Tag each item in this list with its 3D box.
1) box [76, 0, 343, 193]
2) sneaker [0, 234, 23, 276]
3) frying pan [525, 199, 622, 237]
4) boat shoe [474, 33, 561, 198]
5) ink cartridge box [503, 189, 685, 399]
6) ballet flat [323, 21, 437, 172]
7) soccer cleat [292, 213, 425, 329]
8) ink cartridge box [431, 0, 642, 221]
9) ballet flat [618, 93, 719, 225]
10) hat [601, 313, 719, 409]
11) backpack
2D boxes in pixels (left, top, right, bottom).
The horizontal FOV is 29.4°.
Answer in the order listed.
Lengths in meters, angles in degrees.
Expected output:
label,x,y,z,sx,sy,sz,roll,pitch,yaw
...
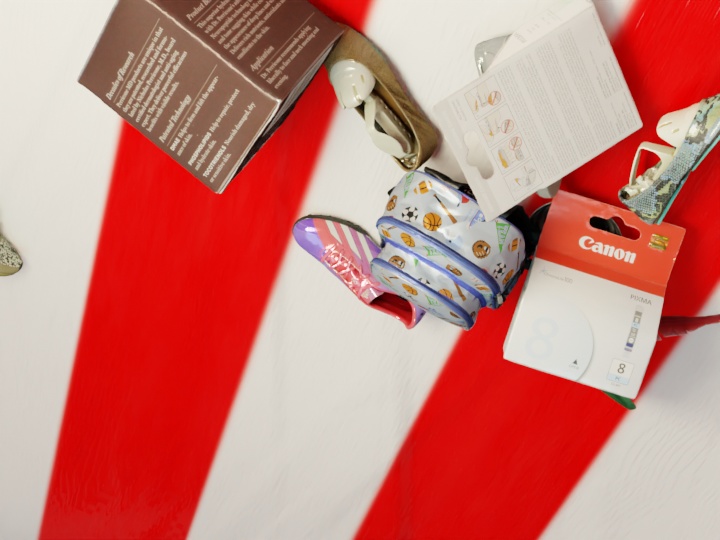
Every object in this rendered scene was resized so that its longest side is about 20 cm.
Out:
label,x,y,z,sx,sy,sz,roll,pitch,yaw
box,-0.159,-0.229,1.469,0.200,0.166,0.164,38,135,-2
sneaker,-0.518,-0.072,1.840,0.088,0.077,0.200,-27,121,27
frying pan,0.257,-0.016,1.633,0.114,0.031,0.191,6,136,18
boat shoe,0.172,-0.169,1.503,0.071,0.070,0.202,3,129,32
ink cartridge box,0.266,0.028,1.556,0.159,0.047,0.201,17,102,1
ballet flat,0.014,-0.186,1.532,0.067,0.073,0.200,-19,123,35
soccer cleat,0.000,0.000,1.712,0.199,0.073,0.068,31,135,-10
ink cartridge box,0.181,-0.169,1.433,0.199,0.050,0.161,-31,123,-1
ballet flat,0.337,-0.128,1.475,0.074,0.074,0.201,24,133,-3
hat,0.327,0.056,1.677,0.200,0.176,0.166,39,179,6
backpack,0.096,-0.030,1.546,0.199,0.155,0.191,25,165,9
